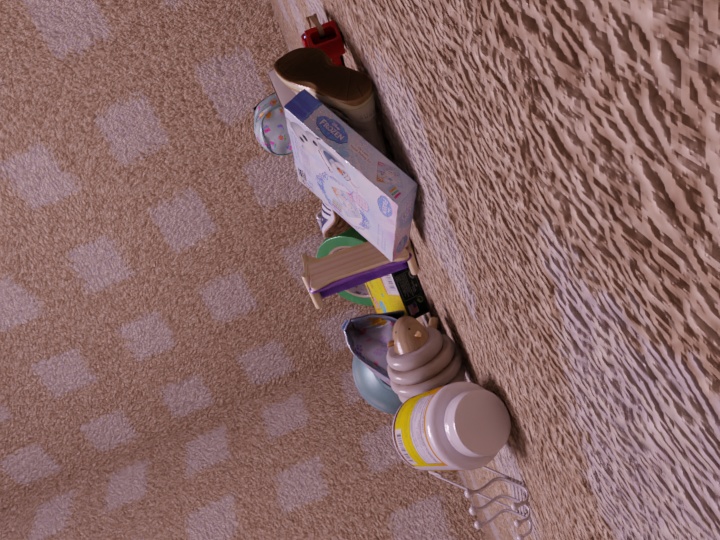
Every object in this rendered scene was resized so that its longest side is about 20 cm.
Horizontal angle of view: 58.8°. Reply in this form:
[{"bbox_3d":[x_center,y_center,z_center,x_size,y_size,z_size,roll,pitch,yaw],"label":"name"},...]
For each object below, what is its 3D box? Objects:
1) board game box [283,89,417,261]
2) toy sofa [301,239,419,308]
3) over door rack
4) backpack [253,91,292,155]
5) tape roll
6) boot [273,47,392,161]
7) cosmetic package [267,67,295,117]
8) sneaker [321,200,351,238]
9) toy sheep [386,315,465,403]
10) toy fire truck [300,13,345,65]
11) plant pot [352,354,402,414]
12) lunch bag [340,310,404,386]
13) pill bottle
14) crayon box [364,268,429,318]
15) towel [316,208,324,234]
[{"bbox_3d":[-0.012,-0.122,0.879,0.199,0.043,0.200,43,166,13],"label":"board game box"},{"bbox_3d":[0.000,0.000,1.126,0.098,0.197,0.083,-107,-4,-47],"label":"toy sofa"},{"bbox_3d":[0.167,0.332,0.987,0.199,0.067,0.149,28,153,34],"label":"over door rack"},{"bbox_3d":[-0.147,-0.348,1.448,0.127,0.197,0.169,-115,3,-63],"label":"backpack"},{"bbox_3d":[-0.002,-0.010,1.458,0.048,0.198,0.202,-56,-44,-42],"label":"tape roll"},{"bbox_3d":[-0.037,-0.222,0.907,0.199,0.072,0.155,37,162,38],"label":"boot"},{"bbox_3d":[-0.090,-0.319,1.198,0.107,0.070,0.200,67,-165,5],"label":"cosmetic package"},{"bbox_3d":[-0.055,-0.145,1.244,0.110,0.069,0.200,64,164,14],"label":"sneaker"},{"bbox_3d":[0.108,0.162,1.021,0.202,0.137,0.138,60,-179,-15],"label":"toy sheep"},{"bbox_3d":[-0.061,-0.352,1.016,0.142,0.048,0.202,69,179,-48],"label":"toy fire truck"},{"bbox_3d":[0.080,0.196,1.342,0.134,0.198,0.203,92,156,-76],"label":"plant pot"},{"bbox_3d":[0.064,0.148,1.196,0.198,0.128,0.170,26,170,12],"label":"lunch bag"},{"bbox_3d":[0.120,0.211,0.858,0.111,0.108,0.200,67,159,10],"label":"pill bottle"},{"bbox_3d":[0.062,0.031,1.313,0.129,0.050,0.200,68,163,-7],"label":"crayon box"},{"bbox_3d":[-0.028,-0.131,1.458,0.024,0.146,0.200,51,175,15],"label":"towel"}]
